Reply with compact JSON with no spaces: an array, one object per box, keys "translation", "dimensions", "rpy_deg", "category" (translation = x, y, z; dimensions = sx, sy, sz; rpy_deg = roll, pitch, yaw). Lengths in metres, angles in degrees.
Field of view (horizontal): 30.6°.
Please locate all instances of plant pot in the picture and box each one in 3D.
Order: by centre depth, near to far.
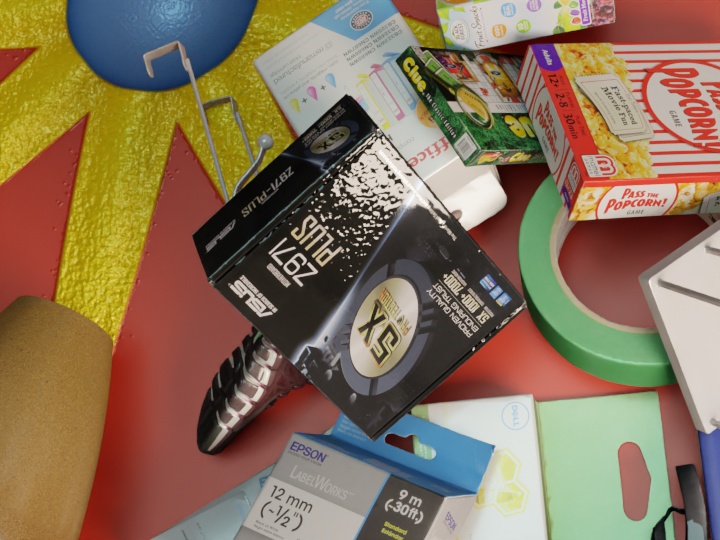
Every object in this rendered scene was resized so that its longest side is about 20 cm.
[{"translation":[-0.290,0.130,1.102],"dimensions":[0.184,0.187,0.202],"rpy_deg":[16,68,16],"category":"plant pot"}]

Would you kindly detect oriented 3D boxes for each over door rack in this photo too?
[{"translation":[-0.093,-0.097,1.118],"dimensions":[0.066,0.148,0.201],"rpy_deg":[-31,72,5],"category":"over door rack"}]

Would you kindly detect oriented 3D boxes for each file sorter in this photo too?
[{"translation":[0.330,0.022,0.940],"dimensions":[0.199,0.124,0.140],"rpy_deg":[-32,112,-14],"category":"file sorter"}]

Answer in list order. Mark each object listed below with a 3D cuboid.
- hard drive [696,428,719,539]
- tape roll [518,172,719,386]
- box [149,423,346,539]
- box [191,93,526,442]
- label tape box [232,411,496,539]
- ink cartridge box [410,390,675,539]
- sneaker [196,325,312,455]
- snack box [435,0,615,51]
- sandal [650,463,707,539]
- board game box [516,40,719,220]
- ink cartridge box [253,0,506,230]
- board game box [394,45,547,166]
[{"translation":[0.322,0.139,0.986],"dimensions":[0.130,0.025,0.202],"rpy_deg":[-6,51,11],"category":"hard drive"},{"translation":[0.227,-0.010,1.056],"dimensions":[0.198,0.048,0.203],"rpy_deg":[-4,64,9],"category":"tape roll"},{"translation":[-0.064,0.246,1.080],"dimensions":[0.199,0.041,0.157],"rpy_deg":[-32,70,2],"category":"box"},{"translation":[0.000,0.000,0.995],"dimensions":[0.163,0.200,0.086],"rpy_deg":[-40,29,4],"category":"box"},{"translation":[-0.004,0.188,1.000],"dimensions":[0.142,0.066,0.201],"rpy_deg":[18,68,28],"category":"label tape box"},{"translation":[0.145,0.172,1.049],"dimensions":[0.198,0.048,0.147],"rpy_deg":[-7,75,13],"category":"ink cartridge box"},{"translation":[-0.049,0.092,1.103],"dimensions":[0.115,0.076,0.201],"rpy_deg":[26,113,-21],"category":"sneaker"},{"translation":[0.132,-0.275,1.120],"dimensions":[0.141,0.053,0.201],"rpy_deg":[-11,45,11],"category":"snack box"},{"translation":[0.238,0.246,0.990],"dimensions":[0.042,0.076,0.203],"rpy_deg":[2,78,13],"category":"sandal"},{"translation":[0.238,-0.113,1.036],"dimensions":[0.198,0.047,0.153],"rpy_deg":[-4,51,-15],"category":"board game box"},{"translation":[0.024,-0.112,1.107],"dimensions":[0.128,0.125,0.201],"rpy_deg":[-34,71,3],"category":"ink cartridge box"},{"translation":[0.117,-0.132,1.062],"dimensions":[0.023,0.199,0.105],"rpy_deg":[-41,71,33],"category":"board game box"}]
